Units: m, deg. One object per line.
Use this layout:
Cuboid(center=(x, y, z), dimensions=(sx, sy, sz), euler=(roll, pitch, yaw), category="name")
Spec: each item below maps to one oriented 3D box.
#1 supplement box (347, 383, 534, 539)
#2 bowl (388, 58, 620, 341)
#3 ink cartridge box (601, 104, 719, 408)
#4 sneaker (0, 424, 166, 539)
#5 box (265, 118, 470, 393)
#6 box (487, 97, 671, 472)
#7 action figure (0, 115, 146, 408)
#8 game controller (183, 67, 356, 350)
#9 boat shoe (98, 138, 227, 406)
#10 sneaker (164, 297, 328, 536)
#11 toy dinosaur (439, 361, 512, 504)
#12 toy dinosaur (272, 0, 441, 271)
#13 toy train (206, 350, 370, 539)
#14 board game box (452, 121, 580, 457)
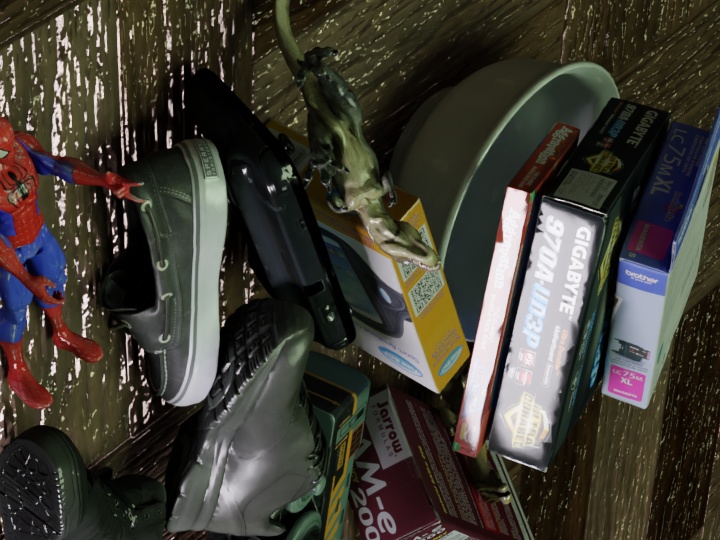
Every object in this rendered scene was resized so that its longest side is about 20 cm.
Cuboid(center=(0.053, 0.158, 1.790), dimensions=(0.061, 0.109, 0.200), euler=(-28, 155, 15), category="supplement box")
Cuboid(center=(0.081, -0.062, 1.671), dimensions=(0.201, 0.090, 0.202), euler=(-40, 145, -35), category="bowl")
Cuboid(center=(0.199, -0.011, 1.659), dimensions=(0.200, 0.042, 0.120), euler=(93, 19, -57), category="ink cartridge box")
Cuboid(center=(-0.160, 0.144, 1.500), dimensions=(0.104, 0.060, 0.200), euler=(-37, 148, -35), category="sneaker")
Cuboid(center=(0.000, 0.000, 1.565), dimensions=(0.042, 0.119, 0.200), euler=(-48, 148, -21), category="box")
Cuboid(center=(0.144, 0.008, 1.649), dimensions=(0.159, 0.046, 0.201), euler=(-51, 155, -55), category="box")
Cuboid(center=(-0.160, -0.001, 1.335), dimensions=(0.065, 0.099, 0.200), euler=(-45, 145, -29), category="action figure")
Cuboid(center=(-0.052, -0.034, 1.469), dimensions=(0.042, 0.104, 0.200), euler=(-27, 144, -7), category="game controller")
Cuboid(center=(-0.118, 0.008, 1.443), dimensions=(0.066, 0.070, 0.200), euler=(-11, 143, -19), category="boat shoe")
Cuboid(center=(-0.056, 0.091, 1.522), dimensions=(0.200, 0.090, 0.076), euler=(117, -19, -46), category="sneaker")
Cuboid(center=(0.078, 0.086, 1.820), dimensions=(0.200, 0.058, 0.101), euler=(-85, 158, -52), category="toy dinosaur")
Cuboid(center=(-0.016, -0.084, 1.413), dimensions=(0.047, 0.201, 0.088), euler=(-24, 176, 7), category="toy dinosaur")
Cuboid(center=(-0.047, 0.150, 1.666), dimensions=(0.114, 0.085, 0.201), euler=(-42, 148, -48), category="toy train")
Cuboid(center=(0.101, 0.013, 1.628), dimensions=(0.103, 0.019, 0.201), euler=(-52, 156, -56), category="board game box")
